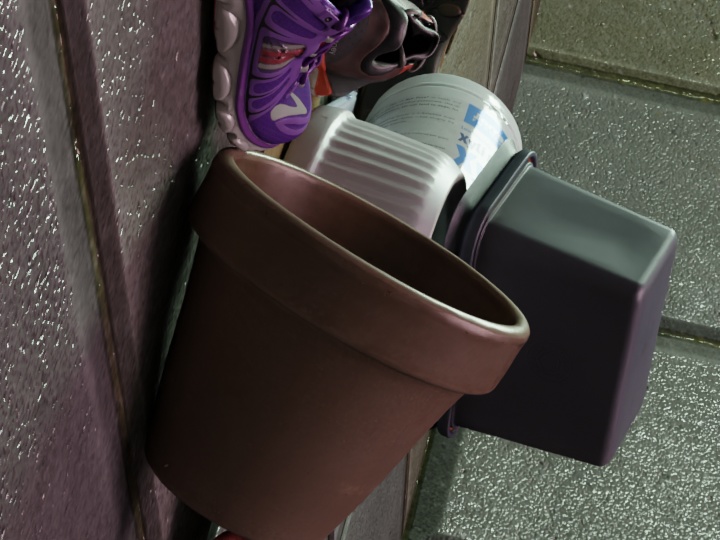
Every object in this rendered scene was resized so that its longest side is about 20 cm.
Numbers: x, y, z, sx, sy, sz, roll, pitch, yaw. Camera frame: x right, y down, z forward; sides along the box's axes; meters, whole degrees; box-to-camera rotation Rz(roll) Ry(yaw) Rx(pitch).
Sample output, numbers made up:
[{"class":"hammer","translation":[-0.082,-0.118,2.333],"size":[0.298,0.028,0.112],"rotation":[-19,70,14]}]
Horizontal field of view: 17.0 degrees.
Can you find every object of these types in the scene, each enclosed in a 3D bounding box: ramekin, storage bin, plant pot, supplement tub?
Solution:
[{"class":"ramekin","translation":[0.000,0.000,1.587],"size":[0.200,0.104,0.202],"rotation":[14,90,-81]},{"class":"storage bin","translation":[0.134,0.029,1.637],"size":[0.146,0.133,0.201],"rotation":[-52,156,-48]},{"class":"plant pot","translation":[-0.030,0.055,1.342],"size":[0.176,0.199,0.200],"rotation":[-61,177,10]},{"class":"supplement tub","translation":[0.046,-0.045,1.797],"size":[0.201,0.131,0.133],"rotation":[-71,171,-53]}]

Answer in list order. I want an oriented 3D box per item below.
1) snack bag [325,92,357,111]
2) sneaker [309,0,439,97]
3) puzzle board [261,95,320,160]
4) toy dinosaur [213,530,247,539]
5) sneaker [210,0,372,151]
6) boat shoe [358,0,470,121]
[{"class":"snack bag","translation":[-0.041,-0.030,1.726],"size":[0.189,0.021,0.202],"rotation":[-49,151,-78]},{"class":"sneaker","translation":[0.010,-0.142,1.539],"size":[0.200,0.081,0.078],"rotation":[-16,118,-82]},{"class":"puzzle board","translation":[-0.040,-0.134,1.556],"size":[0.151,0.017,0.202],"rotation":[77,25,-73]},{"class":"toy dinosaur","translation":[-0.092,0.237,1.335],"size":[0.200,0.104,0.183],"rotation":[-57,165,-70]},{"class":"sneaker","translation":[-0.035,-0.129,1.284],"size":[0.201,0.083,0.081],"rotation":[93,8,-58]},{"class":"boat shoe","translation":[0.044,-0.201,1.961],"size":[0.074,0.075,0.201],"rotation":[-75,-176,-71]}]
